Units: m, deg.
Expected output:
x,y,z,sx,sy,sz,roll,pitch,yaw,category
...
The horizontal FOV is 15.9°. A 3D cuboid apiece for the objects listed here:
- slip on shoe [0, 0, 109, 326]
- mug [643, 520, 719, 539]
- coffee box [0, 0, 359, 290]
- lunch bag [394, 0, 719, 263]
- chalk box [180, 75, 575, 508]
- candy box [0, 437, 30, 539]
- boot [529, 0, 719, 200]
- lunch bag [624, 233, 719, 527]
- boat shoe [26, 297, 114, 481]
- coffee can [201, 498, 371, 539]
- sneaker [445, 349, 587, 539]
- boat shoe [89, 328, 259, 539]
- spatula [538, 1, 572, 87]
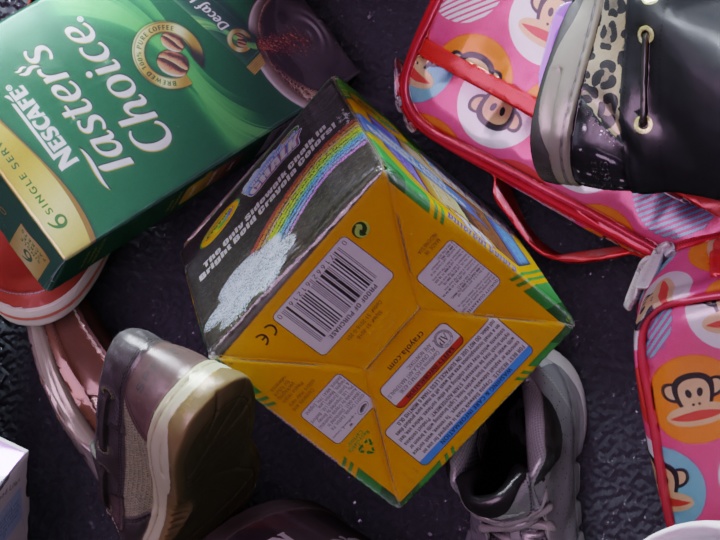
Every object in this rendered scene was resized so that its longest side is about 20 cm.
x,y,z,sx,sy,sz,roll,pitch,yaw,category
-0.158,-0.068,1.317,0.074,0.061,0.200,2,69,21,slip on shoe
0.207,0.209,1.106,0.148,0.175,0.200,-28,64,43,mug
-0.110,-0.091,1.279,0.200,0.044,0.123,-33,84,-29,coffee box
0.124,-0.089,1.263,0.200,0.082,0.176,29,99,13,lunch bag
0.000,0.000,1.249,0.124,0.200,0.125,39,100,-19,chalk box
-0.251,0.140,1.290,0.168,0.200,0.072,25,50,15,candy box
0.175,-0.117,1.141,0.154,0.073,0.204,17,83,25,boot
0.225,0.043,1.183,0.200,0.082,0.176,-8,113,11,lunch bag
-0.107,0.083,1.321,0.072,0.076,0.200,-28,83,2,boat shoe
0.011,0.213,1.200,0.200,0.146,0.147,28,94,41,coffee can
0.071,0.134,1.241,0.075,0.115,0.200,-6,84,15,sneaker
-0.091,0.083,1.193,0.066,0.201,0.072,42,66,15,boat shoe
0.181,-0.074,1.196,0.200,0.021,0.057,16,90,10,spatula
